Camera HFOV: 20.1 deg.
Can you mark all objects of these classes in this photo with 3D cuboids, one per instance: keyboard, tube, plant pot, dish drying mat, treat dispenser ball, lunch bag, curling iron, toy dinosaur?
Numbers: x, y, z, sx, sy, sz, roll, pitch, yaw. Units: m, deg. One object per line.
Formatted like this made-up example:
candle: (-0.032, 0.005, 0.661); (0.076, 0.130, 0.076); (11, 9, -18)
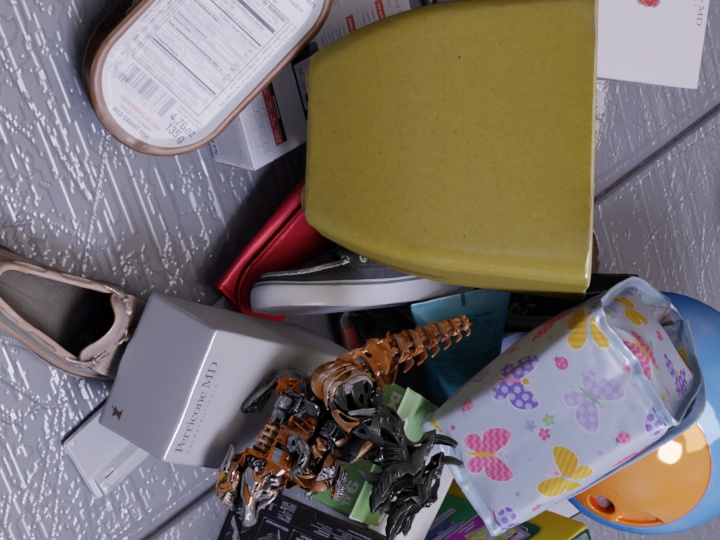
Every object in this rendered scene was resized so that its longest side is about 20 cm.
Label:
keyboard: (-0.136, 0.083, 1.497); (0.200, 0.011, 0.056); (-43, 120, -26)
tube: (0.080, 0.076, 1.598); (0.077, 0.051, 0.201); (-16, 146, -8)
plant pot: (0.063, -0.084, 1.417); (0.196, 0.198, 0.196); (35, 57, -83)
dish drying mat: (-0.025, -0.043, 1.518); (0.200, 0.018, 0.077); (-50, 139, -10)
treat dispenser ball: (0.240, 0.117, 1.683); (0.200, 0.200, 0.202); (-11, 107, -39)
lunch bag: (0.162, 0.096, 1.508); (0.128, 0.169, 0.200); (56, 18, 1)
curling iron: (0.015, 0.104, 1.622); (0.049, 0.025, 0.201); (-27, 117, -31)
toy dinosaur: (-0.005, 0.104, 1.384); (0.200, 0.136, 0.102); (-49, 157, 13)

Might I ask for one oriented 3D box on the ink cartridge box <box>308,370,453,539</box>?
ink cartridge box: (0.017, 0.140, 1.525); (0.104, 0.059, 0.200); (-64, 160, -5)

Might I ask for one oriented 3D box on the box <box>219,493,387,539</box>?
box: (-0.043, 0.256, 1.490); (0.050, 0.199, 0.159); (26, 82, -39)

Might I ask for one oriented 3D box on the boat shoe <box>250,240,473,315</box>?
boat shoe: (0.000, 0.000, 1.519); (0.199, 0.068, 0.057); (-5, 85, -38)

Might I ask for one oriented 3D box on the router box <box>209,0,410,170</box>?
router box: (-0.051, -0.200, 1.477); (0.179, 0.049, 0.201); (-31, 119, -33)

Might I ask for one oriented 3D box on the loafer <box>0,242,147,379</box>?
loafer: (-0.197, 0.034, 1.392); (0.199, 0.063, 0.072); (26, 82, -42)

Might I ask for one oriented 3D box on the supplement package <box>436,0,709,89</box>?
supplement package: (0.172, -0.216, 1.623); (0.199, 0.119, 0.122); (1, 99, -42)

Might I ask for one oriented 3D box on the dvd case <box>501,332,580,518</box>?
dvd case: (0.149, 0.134, 1.754); (0.142, 0.017, 0.201); (-23, 114, -35)

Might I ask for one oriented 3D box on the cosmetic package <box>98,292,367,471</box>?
cosmetic package: (-0.085, 0.088, 1.464); (0.200, 0.071, 0.102); (15, 99, -55)

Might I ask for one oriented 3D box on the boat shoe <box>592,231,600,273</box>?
boat shoe: (0.145, -0.067, 1.676); (0.072, 0.072, 0.201); (-46, 123, -49)

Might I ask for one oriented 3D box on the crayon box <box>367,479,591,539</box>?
crayon box: (0.058, 0.252, 1.597); (0.200, 0.172, 0.059); (-33, 118, -31)

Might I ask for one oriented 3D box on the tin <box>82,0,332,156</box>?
tin: (-0.102, -0.164, 1.389); (0.200, 0.042, 0.112); (-46, 118, 8)

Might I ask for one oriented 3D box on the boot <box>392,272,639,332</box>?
boot: (0.125, -0.032, 1.608); (0.202, 0.074, 0.155); (-2, 100, -1)
